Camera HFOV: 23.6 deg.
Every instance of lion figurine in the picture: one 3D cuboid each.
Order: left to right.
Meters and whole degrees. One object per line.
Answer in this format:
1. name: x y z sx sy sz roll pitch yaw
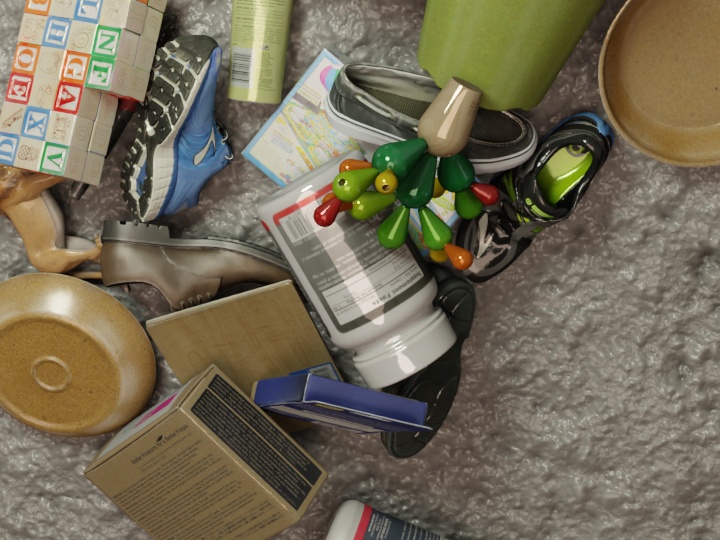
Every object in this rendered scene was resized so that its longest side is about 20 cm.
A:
1. lion figurine: -0.314 -0.051 1.693 0.122 0.072 0.200 -17 108 17

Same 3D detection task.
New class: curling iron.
1. curling iron: -0.230 -0.159 1.631 0.026 0.050 0.200 30 95 28

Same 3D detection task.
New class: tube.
1. tube: -0.089 -0.257 1.605 0.058 0.052 0.200 -3 103 -36

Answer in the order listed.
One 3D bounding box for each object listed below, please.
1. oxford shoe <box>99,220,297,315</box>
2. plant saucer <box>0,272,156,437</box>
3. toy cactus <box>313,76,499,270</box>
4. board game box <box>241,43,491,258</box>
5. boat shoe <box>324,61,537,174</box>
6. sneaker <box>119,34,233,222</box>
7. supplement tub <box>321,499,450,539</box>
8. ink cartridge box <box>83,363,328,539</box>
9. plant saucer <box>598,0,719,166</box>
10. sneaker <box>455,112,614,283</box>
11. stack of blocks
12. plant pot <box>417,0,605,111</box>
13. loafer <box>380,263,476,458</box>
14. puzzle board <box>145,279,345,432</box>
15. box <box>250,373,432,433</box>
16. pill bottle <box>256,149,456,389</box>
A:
1. oxford shoe: -0.154 0.005 1.671 0.200 0.073 0.084 7 85 -4
2. plant saucer: -0.308 0.097 1.738 0.200 0.035 0.200 5 122 8
3. toy cactus: 0.059 -0.086 1.496 0.200 0.102 0.165 11 114 -40
4. board game box: 0.005 -0.100 1.640 0.200 0.034 0.134 40 110 -1
5. boat shoe: 0.068 -0.140 1.561 0.200 0.072 0.071 9 150 -7
6. sneaker: -0.164 -0.138 1.635 0.079 0.089 0.200 51 134 34
7. supplement tub: 0.047 0.329 1.731 0.200 0.140 0.140 23 110 0
8. ink cartridge box: -0.155 0.202 1.710 0.165 0.075 0.200 46 137 -10
9. plant saucer: 0.309 -0.191 1.546 0.200 0.035 0.200 -2 118 -4
10. sneaker: 0.157 -0.067 1.611 0.071 0.083 0.200 42 112 -5
11. stack of blocks: -0.259 -0.183 1.590 0.115 0.059 0.200 13 89 27
12. plant pot: 0.136 -0.249 1.515 0.200 0.200 0.190 21 123 1
13. loafer: 0.060 0.088 1.699 0.072 0.063 0.200 1 117 -36
14. puzzle board: -0.103 0.094 1.697 0.151 0.017 0.200 -17 133 10
15. box: -0.018 0.127 1.625 0.121 0.200 0.032 15 80 -19
16. pill bottle: 0.000 0.000 1.590 0.114 0.114 0.200 -28 98 16
